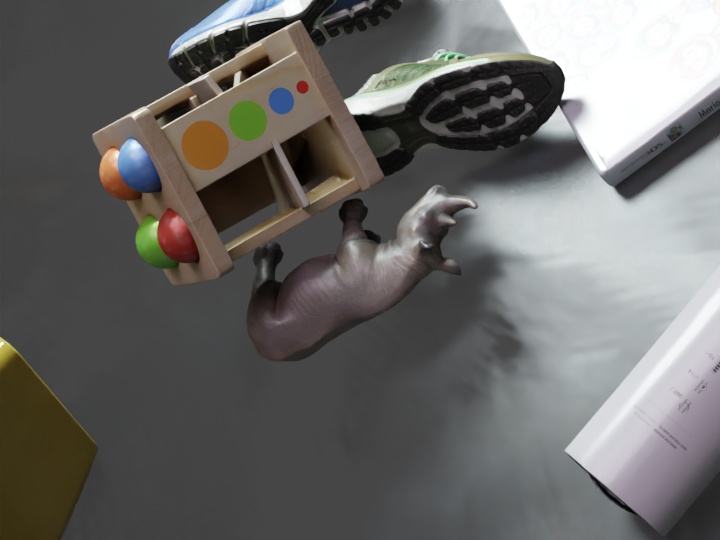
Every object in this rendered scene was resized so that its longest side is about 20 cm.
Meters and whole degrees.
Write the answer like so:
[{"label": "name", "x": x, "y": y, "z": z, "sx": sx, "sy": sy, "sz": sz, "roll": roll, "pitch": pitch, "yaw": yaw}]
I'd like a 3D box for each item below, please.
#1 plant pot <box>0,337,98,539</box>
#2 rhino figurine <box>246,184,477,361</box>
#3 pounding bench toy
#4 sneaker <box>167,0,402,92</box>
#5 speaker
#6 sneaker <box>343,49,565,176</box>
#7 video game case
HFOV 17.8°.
[{"label": "plant pot", "x": -0.314, "y": 0.131, "z": 1.659, "sx": 0.200, "sy": 0.200, "sz": 0.177, "roll": 27, "pitch": 70, "yaw": 43}, {"label": "rhino figurine", "x": 0.000, "y": 0.000, "z": 1.589, "sx": 0.199, "sy": 0.060, "sz": 0.088, "roll": -27, "pitch": 43, "yaw": 23}, {"label": "pounding bench toy", "x": -0.106, "y": -0.072, "z": 1.629, "sx": 0.156, "sy": 0.125, "sz": 0.200, "roll": -31, "pitch": 7, "yaw": -18}, {"label": "sneaker", "x": -0.058, "y": -0.202, "z": 1.761, "sx": 0.199, "sy": 0.079, "sz": 0.089, "roll": -27, "pitch": 42, "yaw": 10}, {"label": "speaker", "x": 0.214, "y": 0.061, "z": 1.379, "sx": 0.200, "sy": 0.081, "sz": 0.081, "roll": -51, "pitch": 46, "yaw": -1}, {"label": "sneaker", "x": 0.060, "y": -0.133, "z": 1.623, "sx": 0.199, "sy": 0.077, "sz": 0.089, "roll": -11, "pitch": 42, "yaw": 36}, {"label": "video game case", "x": 0.203, "y": -0.179, "z": 1.578, "sx": 0.182, "sy": 0.024, "sz": 0.201, "roll": -37, "pitch": 47, "yaw": 13}]
